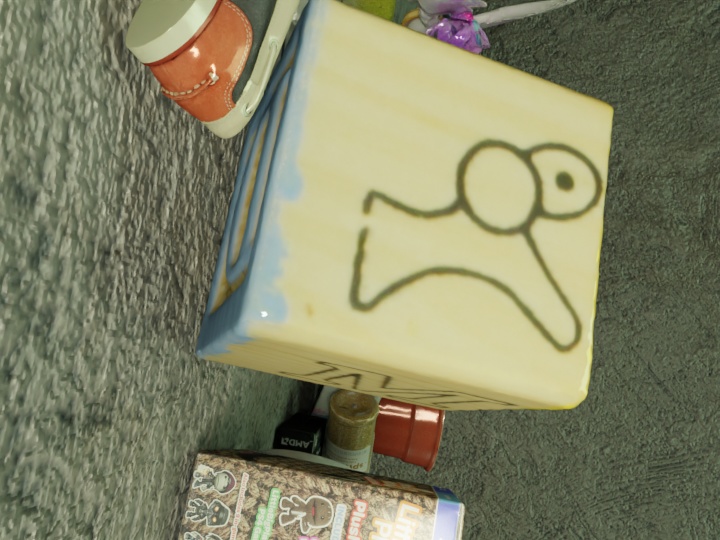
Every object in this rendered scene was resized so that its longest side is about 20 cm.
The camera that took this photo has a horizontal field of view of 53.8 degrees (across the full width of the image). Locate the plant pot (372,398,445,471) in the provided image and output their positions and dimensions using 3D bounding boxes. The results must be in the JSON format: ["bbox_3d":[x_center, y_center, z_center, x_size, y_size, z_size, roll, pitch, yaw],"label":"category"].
[{"bbox_3d":[0.036,0.233,1.232,0.201,0.193,0.203,-172,-90,-88],"label":"plant pot"}]

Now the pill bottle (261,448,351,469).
[{"bbox_3d":[-0.076,0.296,0.729,0.110,0.108,0.202,86,14,-66],"label":"pill bottle"}]

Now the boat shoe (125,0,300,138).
[{"bbox_3d":[-0.053,-0.162,0.372,0.063,0.071,0.202,46,50,-41],"label":"boat shoe"}]

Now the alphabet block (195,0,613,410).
[{"bbox_3d":[0.020,-0.021,0.466,0.196,0.198,0.197,155,-52,-69],"label":"alphabet block"}]

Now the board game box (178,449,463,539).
[{"bbox_3d":[-0.026,0.212,0.569,0.160,0.198,0.098,77,23,-76],"label":"board game box"}]

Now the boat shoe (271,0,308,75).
[{"bbox_3d":[-0.032,-0.162,0.571,0.075,0.085,0.204,-56,155,-77],"label":"boat shoe"}]

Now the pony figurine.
[{"bbox_3d":[0.084,-0.217,0.660,0.165,0.192,0.202,1,104,-40],"label":"pony figurine"}]

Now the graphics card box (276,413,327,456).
[{"bbox_3d":[-0.087,0.294,0.910,0.125,0.050,0.202,20,80,-85],"label":"graphics card box"}]

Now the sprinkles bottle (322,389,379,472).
[{"bbox_3d":[-0.019,0.257,0.960,0.068,0.067,0.202,-71,169,-60],"label":"sprinkles bottle"}]

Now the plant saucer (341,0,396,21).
[{"bbox_3d":[-0.019,-0.166,0.706,0.200,0.047,0.202,131,-31,-73],"label":"plant saucer"}]

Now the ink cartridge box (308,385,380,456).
[{"bbox_3d":[-0.015,0.174,1.047,0.146,0.082,0.201,-68,-178,-66],"label":"ink cartridge box"}]
